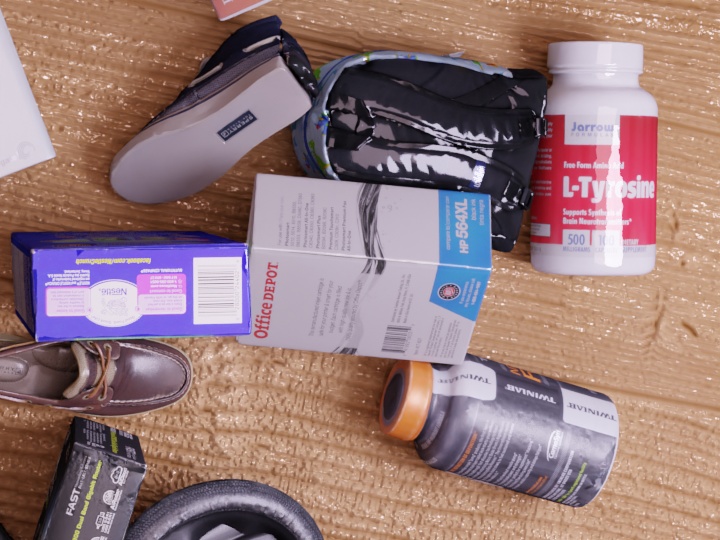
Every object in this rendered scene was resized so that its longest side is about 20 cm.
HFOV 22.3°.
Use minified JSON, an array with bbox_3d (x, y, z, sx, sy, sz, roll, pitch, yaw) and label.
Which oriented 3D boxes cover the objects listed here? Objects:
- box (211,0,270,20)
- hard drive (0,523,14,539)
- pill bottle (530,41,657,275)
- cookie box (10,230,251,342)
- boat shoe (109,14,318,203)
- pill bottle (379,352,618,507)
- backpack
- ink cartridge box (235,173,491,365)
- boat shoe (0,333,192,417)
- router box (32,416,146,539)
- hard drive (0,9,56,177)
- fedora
[{"bbox_3d":[-0.047,-0.316,1.494,0.199,0.106,0.153,-22,100,15],"label":"box"},{"bbox_3d":[-0.397,0.244,1.509,0.199,0.033,0.140,-37,102,-10],"label":"hard drive"},{"bbox_3d":[0.206,-0.099,1.616,0.111,0.112,0.202,-1,94,-15],"label":"pill bottle"},{"bbox_3d":[-0.188,0.009,1.467,0.169,0.200,0.076,-1,95,-15],"label":"cookie box"},{"bbox_3d":[-0.126,-0.136,1.549,0.199,0.093,0.075,-28,129,13],"label":"boat shoe"},{"bbox_3d":[0.118,0.135,1.609,0.198,0.106,0.107,17,89,-16],"label":"pill bottle"},{"bbox_3d":[0.040,-0.113,1.564,0.199,0.153,0.165,6,97,-36],"label":"backpack"},{"bbox_3d":[0.000,0.000,1.523,0.198,0.146,0.085,6,55,-5],"label":"ink cartridge box"},{"bbox_3d":[-0.234,0.087,1.524,0.198,0.072,0.073,7,92,-16],"label":"boat shoe"},{"bbox_3d":[-0.225,0.205,1.467,0.062,0.200,0.151,19,88,-9],"label":"router box"},{"bbox_3d":[-0.347,-0.165,1.502,0.131,0.026,0.202,-22,98,-13],"label":"hard drive"},{"bbox_3d":[-0.129,0.262,1.552,0.199,0.091,0.203,-1,93,-24],"label":"fedora"}]
